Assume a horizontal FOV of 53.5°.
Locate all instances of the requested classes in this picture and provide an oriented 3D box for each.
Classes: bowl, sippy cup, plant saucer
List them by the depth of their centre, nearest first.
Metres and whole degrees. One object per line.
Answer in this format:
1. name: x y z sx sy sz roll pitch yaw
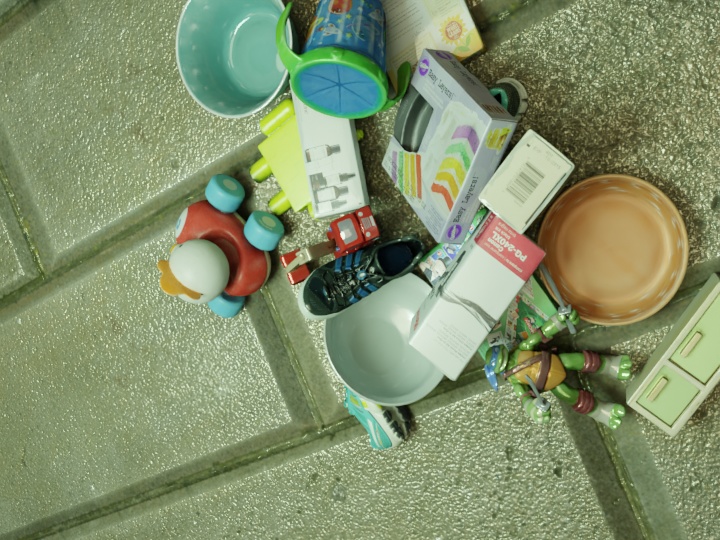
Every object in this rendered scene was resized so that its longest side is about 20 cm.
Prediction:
1. sippy cup: -0.020 -0.298 0.963 0.136 0.178 0.134 0 69 27
2. plant saucer: 0.341 -0.029 0.976 0.194 0.037 0.207 4 100 20
3. bowl: 0.033 0.106 1.067 0.195 0.091 0.207 5 70 -13
4. bowl: -0.170 -0.335 1.086 0.195 0.105 0.208 4 100 21

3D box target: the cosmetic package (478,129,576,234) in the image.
1. cosmetic package: 0.221 -0.114 0.919 0.071 0.199 0.106 40 109 9

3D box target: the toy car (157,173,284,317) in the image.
1. toy car: -0.248 -0.019 1.104 0.176 0.199 0.186 41 119 9

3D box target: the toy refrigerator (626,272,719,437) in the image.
1. toy refrigerator: 0.440 0.112 0.943 0.075 0.070 0.203 34 110 12

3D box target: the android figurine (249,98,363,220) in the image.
1. android figurine: -0.082 -0.177 1.114 0.197 0.041 0.185 -31 87 24

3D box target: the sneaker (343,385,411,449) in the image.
1. sneaker: -0.002 0.193 1.128 0.079 0.077 0.203 -34 84 34

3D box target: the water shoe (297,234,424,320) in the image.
1. water shoe: 0.000 0.000 1.000 0.197 0.079 0.073 -29 84 -21

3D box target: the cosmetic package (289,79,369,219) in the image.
1. cosmetic package: -0.044 -0.185 1.048 0.080 0.051 0.206 -11 90 9

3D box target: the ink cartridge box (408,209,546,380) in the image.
1. ink cartridge box: 0.150 0.027 0.954 0.082 0.145 0.202 35 100 0

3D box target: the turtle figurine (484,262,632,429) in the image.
1. turtle figurine: 0.272 0.131 0.944 0.189 0.146 0.202 17 133 -8

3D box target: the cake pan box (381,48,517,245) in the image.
1. cake pan box: 0.110 -0.170 0.961 0.202 0.051 0.187 61 138 41

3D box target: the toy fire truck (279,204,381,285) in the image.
1. toy fire truck: -0.049 -0.034 1.066 0.138 0.200 0.050 -23 86 -9

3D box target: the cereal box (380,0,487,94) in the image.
1. cereal box: 0.077 -0.372 1.019 0.141 0.039 0.205 -24 89 22

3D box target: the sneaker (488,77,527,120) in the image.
1. sneaker: 0.154 -0.177 0.994 0.077 0.091 0.203 33 109 13

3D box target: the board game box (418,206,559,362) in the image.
1. board game box: 0.190 0.028 1.048 0.134 0.029 0.202 -37 85 21
